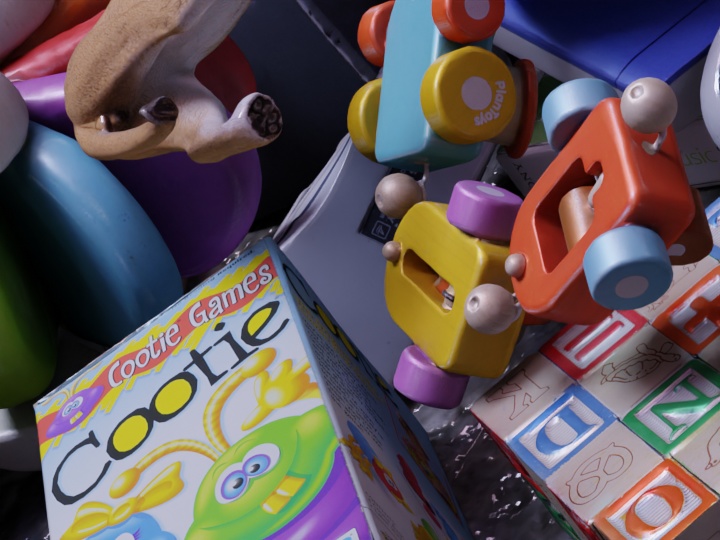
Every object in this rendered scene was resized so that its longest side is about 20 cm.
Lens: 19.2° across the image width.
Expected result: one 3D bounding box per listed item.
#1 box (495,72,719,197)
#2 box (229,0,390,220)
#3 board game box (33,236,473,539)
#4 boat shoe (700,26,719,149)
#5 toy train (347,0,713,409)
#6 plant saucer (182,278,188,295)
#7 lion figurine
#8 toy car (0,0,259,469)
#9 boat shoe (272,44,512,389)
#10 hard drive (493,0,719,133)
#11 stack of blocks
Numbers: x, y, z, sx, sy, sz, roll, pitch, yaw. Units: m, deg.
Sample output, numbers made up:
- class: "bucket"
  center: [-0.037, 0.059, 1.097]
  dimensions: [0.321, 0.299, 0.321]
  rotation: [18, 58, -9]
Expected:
- class: "box"
  center: [0.153, -0.109, 0.831]
  dimensions: [0.144, 0.036, 0.200]
  rotation: [-6, 40, 45]
- class: "box"
  center: [-0.014, -0.134, 0.972]
  dimensions: [0.148, 0.104, 0.200]
  rotation: [-20, 32, 46]
- class: "board game box"
  center: [-0.026, 0.094, 0.657]
  dimensions: [0.103, 0.105, 0.200]
  rotation: [-35, 27, 6]
- class: "boat shoe"
  center: [0.197, -0.110, 0.693]
  dimensions: [0.200, 0.071, 0.091]
  rotation: [-39, -4, -15]
- class: "toy train"
  center: [0.055, -0.041, 0.656]
  dimensions: [0.150, 0.055, 0.200]
  rotation: [-59, 31, 38]
- class: "plant saucer"
  center: [-0.175, 0.017, 0.947]
  dimensions: [0.199, 0.030, 0.200]
  rotation: [-2, 39, 1]
- class: "lion figurine"
  center: [-0.057, -0.091, 0.723]
  dimensions: [0.122, 0.073, 0.200]
  rotation: [-20, 24, 41]
- class: "toy car"
  center: [-0.110, -0.036, 0.817]
  dimensions: [0.150, 0.175, 0.200]
  rotation: [-13, 37, 10]
- class: "boat shoe"
  center: [0.000, 0.000, 0.822]
  dimensions: [0.200, 0.073, 0.065]
  rotation: [-56, -4, -14]
- class: "hard drive"
  center: [0.094, -0.131, 0.809]
  dimensions: [0.132, 0.025, 0.200]
  rotation: [-38, 42, -15]
- class: "stack of blocks"
  center: [0.143, 0.016, 0.623]
  dimensions: [0.200, 0.059, 0.115]
  rotation: [-40, 27, -5]
